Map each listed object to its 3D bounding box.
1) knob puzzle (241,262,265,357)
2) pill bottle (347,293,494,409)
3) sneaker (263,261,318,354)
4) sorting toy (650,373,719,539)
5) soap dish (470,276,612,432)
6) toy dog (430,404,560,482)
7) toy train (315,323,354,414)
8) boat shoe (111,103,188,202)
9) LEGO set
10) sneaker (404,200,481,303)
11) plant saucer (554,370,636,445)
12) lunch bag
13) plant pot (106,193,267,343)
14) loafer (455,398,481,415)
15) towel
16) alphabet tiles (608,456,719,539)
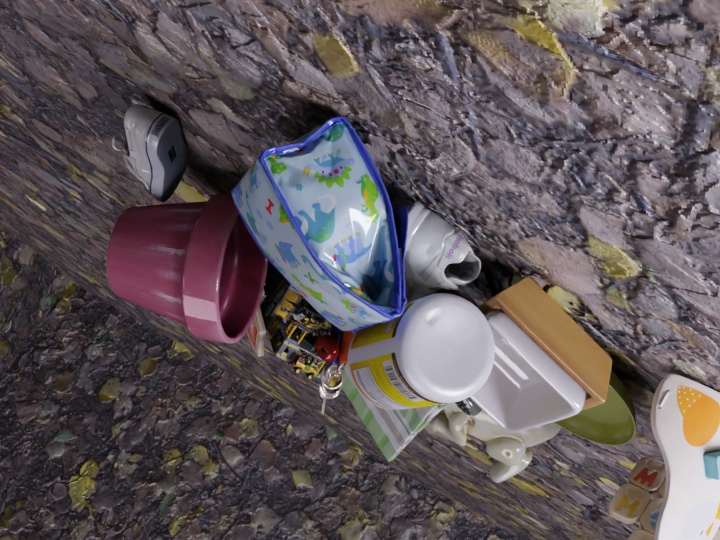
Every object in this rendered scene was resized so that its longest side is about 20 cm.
[{"bbox_3d":[-0.188,0.041,1.537,0.220,0.030,0.221,167,90,-77],"label":"knob puzzle"},{"bbox_3d":[0.054,0.092,1.056,0.109,0.110,0.200,35,160,-11],"label":"pill bottle"},{"bbox_3d":[-0.132,0.045,1.586,0.200,0.107,0.075,37,165,-12],"label":"sneaker"},{"bbox_3d":[0.359,0.243,1.057,0.106,0.181,0.200,15,156,34],"label":"sorting toy"},{"bbox_3d":[0.175,0.096,1.096,0.157,0.081,0.200,44,156,0],"label":"soap dish"},{"bbox_3d":[0.165,0.173,1.342,0.199,0.140,0.194,35,152,-12],"label":"toy dog"},{"bbox_3d":[0.010,0.108,1.225,0.115,0.201,0.084,23,-158,38],"label":"toy train"},{"bbox_3d":[-0.285,-0.160,1.310,0.086,0.075,0.202,30,163,5],"label":"boat shoe"},{"bbox_3d":[-0.066,0.071,1.474,0.153,0.116,0.200,31,-168,-17],"label":"LEGO set"},{"bbox_3d":[0.079,0.002,1.080,0.099,0.075,0.200,30,165,14],"label":"sneaker"},{"bbox_3d":[0.249,0.134,1.192,0.199,0.031,0.200,34,157,16],"label":"plant saucer"},{"bbox_3d":[-0.030,-0.034,1.005,0.201,0.127,0.170,64,163,0],"label":"lunch bag"},{"bbox_3d":[-0.241,-0.013,1.359,0.178,0.201,0.200,9,160,12],"label":"plant pot"},{"bbox_3d":[0.113,0.084,1.249,0.201,0.069,0.075,60,167,-7],"label":"loafer"},{"bbox_3d":[0.041,0.154,1.320,0.150,0.031,0.200,57,147,19],"label":"towel"},{"bbox_3d":[0.396,0.287,1.142,0.199,0.195,0.015,22,140,36],"label":"alphabet tiles"}]
